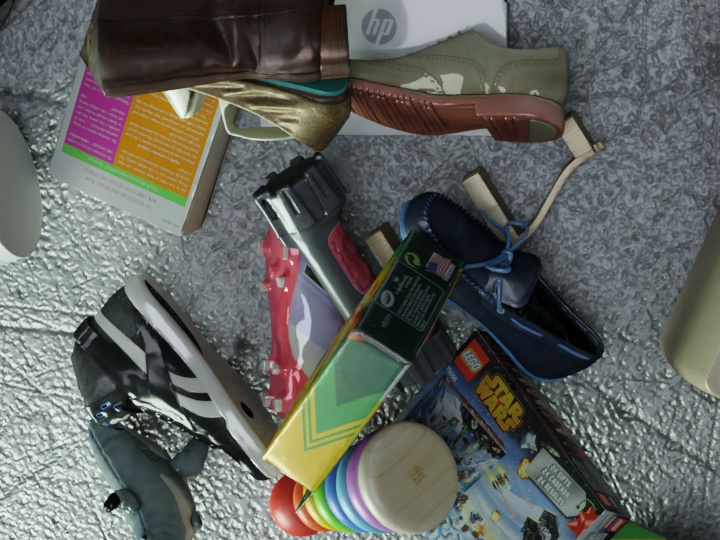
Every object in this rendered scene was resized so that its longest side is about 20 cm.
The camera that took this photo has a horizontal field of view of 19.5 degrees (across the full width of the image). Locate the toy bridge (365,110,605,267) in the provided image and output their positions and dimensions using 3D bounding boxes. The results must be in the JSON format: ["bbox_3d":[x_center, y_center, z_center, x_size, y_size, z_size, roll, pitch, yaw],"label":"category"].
[{"bbox_3d":[0.104,-0.049,1.640,0.200,0.027,0.067,-30,98,17],"label":"toy bridge"}]

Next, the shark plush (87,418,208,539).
[{"bbox_3d":[-0.180,0.201,1.687,0.083,0.200,0.091,33,122,-30],"label":"shark plush"}]

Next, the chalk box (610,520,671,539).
[{"bbox_3d":[0.245,0.296,1.616,0.200,0.125,0.124,26,64,6],"label":"chalk box"}]

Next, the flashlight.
[{"bbox_3d":[0.000,0.000,1.626,0.068,0.068,0.200,-15,117,34],"label":"flashlight"}]

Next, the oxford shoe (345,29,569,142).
[{"bbox_3d":[0.064,-0.146,1.603,0.200,0.071,0.074,9,74,15],"label":"oxford shoe"}]

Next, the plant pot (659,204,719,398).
[{"bbox_3d":[0.340,0.032,1.530,0.199,0.177,0.200,24,107,6],"label":"plant pot"}]

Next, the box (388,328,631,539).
[{"bbox_3d":[0.104,0.162,1.623,0.137,0.040,0.200,-48,50,19],"label":"box"}]

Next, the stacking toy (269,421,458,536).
[{"bbox_3d":[-0.008,0.173,1.655,0.200,0.085,0.085,-21,100,58],"label":"stacking toy"}]

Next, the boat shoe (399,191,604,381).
[{"bbox_3d":[0.114,0.004,1.603,0.069,0.084,0.200,-18,133,44],"label":"boat shoe"}]

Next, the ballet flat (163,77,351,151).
[{"bbox_3d":[-0.102,-0.141,1.599,0.200,0.068,0.072,21,122,11],"label":"ballet flat"}]

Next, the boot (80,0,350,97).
[{"bbox_3d":[-0.113,-0.213,1.566,0.200,0.187,0.064,-5,147,-1],"label":"boot"}]

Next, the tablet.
[{"bbox_3d":[0.016,-0.170,1.638,0.200,0.014,0.130,1,103,12],"label":"tablet"}]

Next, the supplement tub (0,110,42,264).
[{"bbox_3d":[-0.371,-0.050,1.681,0.200,0.145,0.145,-11,100,15],"label":"supplement tub"}]

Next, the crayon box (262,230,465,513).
[{"bbox_3d":[-0.005,0.077,1.559,0.051,0.127,0.200,32,132,-2],"label":"crayon box"}]

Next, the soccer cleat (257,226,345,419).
[{"bbox_3d":[-0.038,0.024,1.678,0.076,0.067,0.200,-1,96,-24],"label":"soccer cleat"}]

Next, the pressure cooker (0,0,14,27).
[{"bbox_3d":[-0.371,-0.227,1.611,0.176,0.200,0.179,36,107,3],"label":"pressure cooker"}]

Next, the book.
[{"bbox_3d":[-0.162,-0.146,1.665,0.133,0.048,0.200,24,107,13],"label":"book"}]

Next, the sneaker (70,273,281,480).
[{"bbox_3d":[-0.155,0.111,1.710,0.112,0.073,0.200,-40,83,13],"label":"sneaker"}]
